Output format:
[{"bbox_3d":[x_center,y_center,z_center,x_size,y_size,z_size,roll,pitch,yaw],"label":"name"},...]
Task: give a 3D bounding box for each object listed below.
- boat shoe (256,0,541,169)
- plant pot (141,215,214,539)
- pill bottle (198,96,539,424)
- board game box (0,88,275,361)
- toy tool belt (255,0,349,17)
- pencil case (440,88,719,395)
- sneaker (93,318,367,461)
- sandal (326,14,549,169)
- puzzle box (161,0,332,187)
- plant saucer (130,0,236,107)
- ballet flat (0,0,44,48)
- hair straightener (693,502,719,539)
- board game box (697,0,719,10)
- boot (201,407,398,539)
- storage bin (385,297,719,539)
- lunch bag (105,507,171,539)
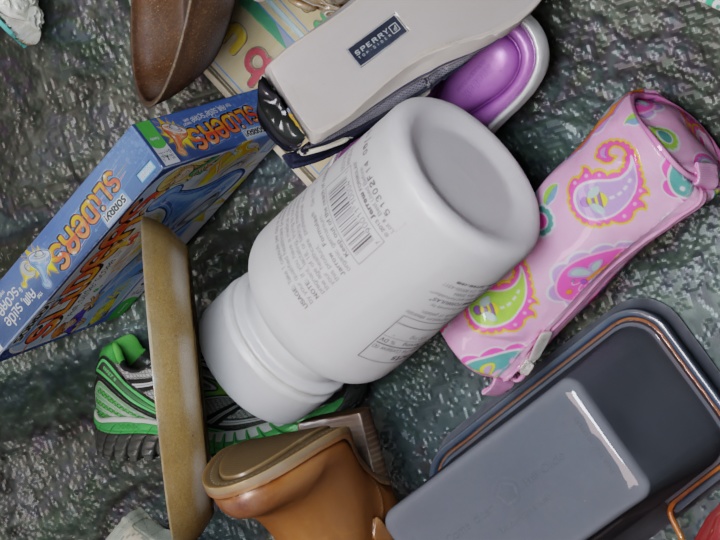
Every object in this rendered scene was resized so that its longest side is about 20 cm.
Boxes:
[{"bbox_3d":[0.021,-0.132,1.609,0.200,0.093,0.075,-31,84,-14],"label":"boat shoe"},{"bbox_3d":[-0.107,0.066,1.640,0.027,0.200,0.201,-5,99,-2],"label":"plant pot"},{"bbox_3d":[0.000,0.000,1.610,0.200,0.114,0.115,-41,82,32],"label":"pill bottle"},{"bbox_3d":[-0.146,-0.028,1.715,0.035,0.135,0.200,52,125,12],"label":"board game box"},{"bbox_3d":[0.003,-0.242,1.606,0.125,0.123,0.200,33,102,8],"label":"toy tool belt"},{"bbox_3d":[0.125,-0.016,1.630,0.087,0.087,0.200,49,115,9],"label":"pencil case"},{"bbox_3d":[-0.089,0.074,1.755,0.199,0.078,0.086,-4,98,27],"label":"sneaker"},{"bbox_3d":[0.032,-0.079,1.654,0.082,0.050,0.203,41,112,13],"label":"sandal"},{"bbox_3d":[-0.018,-0.129,1.711,0.200,0.025,0.133,47,116,10],"label":"puzzle box"},{"bbox_3d":[-0.101,-0.196,1.657,0.036,0.200,0.201,6,107,-16],"label":"plant saucer"},{"bbox_3d":[-0.263,-0.234,1.787,0.200,0.072,0.072,46,115,10],"label":"ballet flat"},{"bbox_3d":[0.247,0.143,1.636,0.077,0.041,0.201,20,103,-14],"label":"hair straightener"},{"bbox_3d":[0.191,-0.210,1.596,0.199,0.030,0.096,27,110,21],"label":"board game box"},{"bbox_3d":[-0.019,0.167,1.612,0.073,0.200,0.155,-11,91,25],"label":"boot"},{"bbox_3d":[0.118,0.132,1.637,0.200,0.134,0.146,-39,83,27],"label":"storage bin"},{"bbox_3d":[-0.122,0.269,1.788,0.164,0.117,0.200,39,118,15],"label":"lunch bag"}]
